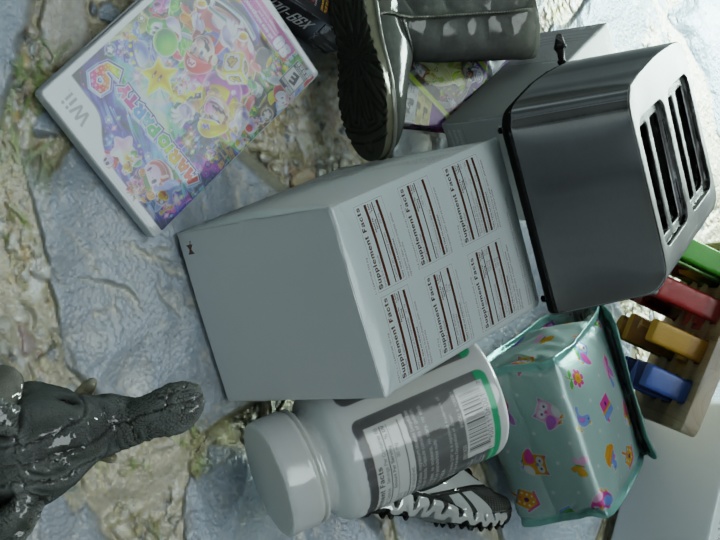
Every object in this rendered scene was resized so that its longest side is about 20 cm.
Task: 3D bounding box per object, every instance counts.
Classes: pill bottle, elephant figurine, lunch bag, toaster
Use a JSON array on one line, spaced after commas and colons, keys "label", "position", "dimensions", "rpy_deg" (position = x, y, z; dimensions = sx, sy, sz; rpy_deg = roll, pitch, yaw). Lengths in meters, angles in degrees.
[{"label": "pill bottle", "position": [0.012, 0.133, 1.079], "dimensions": [0.198, 0.113, 0.115], "rpy_deg": [-20, 99, -21]}, {"label": "elephant figurine", "position": [-0.224, 0.110, 0.823], "dimensions": [0.141, 0.198, 0.157], "rpy_deg": [42, 59, -33]}, {"label": "lunch bag", "position": [0.213, 0.133, 1.307], "dimensions": [0.199, 0.121, 0.173], "rpy_deg": [-30, 103, -54]}, {"label": "toaster", "position": [0.205, -0.088, 1.084], "dimensions": [0.181, 0.117, 0.203], "rpy_deg": [-39, 116, -56]}]

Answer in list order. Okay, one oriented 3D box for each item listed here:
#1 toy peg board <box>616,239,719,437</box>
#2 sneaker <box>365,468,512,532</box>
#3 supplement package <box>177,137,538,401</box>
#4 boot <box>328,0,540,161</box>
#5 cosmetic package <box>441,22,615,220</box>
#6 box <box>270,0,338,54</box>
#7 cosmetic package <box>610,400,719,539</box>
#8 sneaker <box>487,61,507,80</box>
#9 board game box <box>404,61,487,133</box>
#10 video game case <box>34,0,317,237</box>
[{"label": "toy peg board", "position": [0.314, 0.050, 1.370], "dimensions": [0.097, 0.200, 0.202], "rpy_deg": [24, 88, -3]}, {"label": "sneaker", "position": [0.070, 0.185, 1.195], "dimensions": [0.198, 0.066, 0.092], "rpy_deg": [16, 76, -40]}, {"label": "supplement package", "position": [0.000, 0.000, 1.061], "dimensions": [0.199, 0.190, 0.149], "rpy_deg": [-25, 103, -42]}, {"label": "boot", "position": [0.073, -0.191, 1.162], "dimensions": [0.198, 0.072, 0.185], "rpy_deg": [-6, 92, -39]}, {"label": "cosmetic package", "position": [0.168, -0.138, 1.218], "dimensions": [0.200, 0.089, 0.108], "rpy_deg": [-41, 119, -40]}, {"label": "box", "position": [-0.052, -0.315, 1.147], "dimensions": [0.157, 0.049, 0.203], "rpy_deg": [24, 69, -40]}, {"label": "cosmetic package", "position": [0.386, 0.278, 1.448], "dimensions": [0.200, 0.122, 0.202], "rpy_deg": [40, 60, -36]}, {"label": "sneaker", "position": [0.124, -0.257, 1.309], "dimensions": [0.087, 0.074, 0.203], "rpy_deg": [26, 78, -50]}, {"label": "board game box", "position": [0.062, -0.231, 1.223], "dimensions": [0.118, 0.032, 0.204], "rpy_deg": [4, 84, -11]}, {"label": "video game case", "position": [-0.138, -0.147, 1.032], "dimensions": [0.200, 0.018, 0.144], "rpy_deg": [-47, 118, -21]}]
